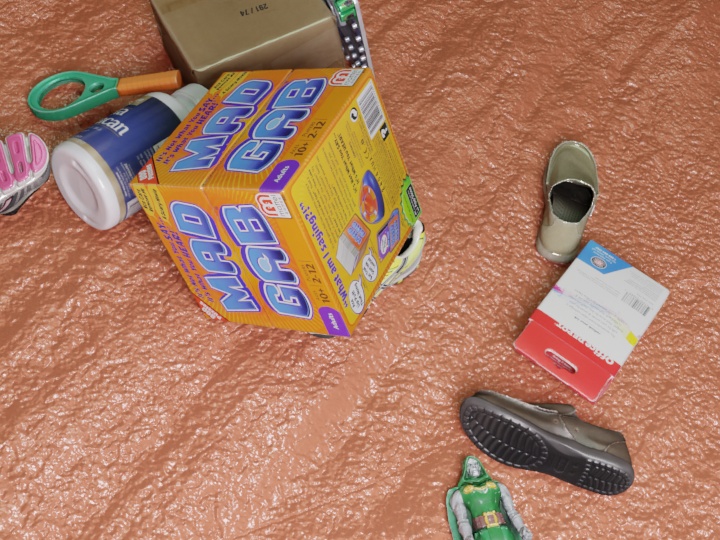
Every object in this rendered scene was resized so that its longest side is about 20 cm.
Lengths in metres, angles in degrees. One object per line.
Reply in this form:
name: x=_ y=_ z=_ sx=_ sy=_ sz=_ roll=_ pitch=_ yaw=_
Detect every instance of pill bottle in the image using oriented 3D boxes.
pill bottle: x=-0.257 y=-0.144 z=1.204 sx=0.111 sy=0.111 sz=0.200 roll=39 pitch=55 yaw=17

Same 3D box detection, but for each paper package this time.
paper package: x=-0.151 y=-0.313 z=1.324 sx=0.199 sy=0.104 sz=0.191 roll=-25 pitch=57 yaw=-11

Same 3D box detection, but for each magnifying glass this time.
magnifying glass: x=-0.322 y=-0.227 z=1.267 sx=0.198 sy=0.022 sz=0.080 roll=-5 pitch=49 yaw=8

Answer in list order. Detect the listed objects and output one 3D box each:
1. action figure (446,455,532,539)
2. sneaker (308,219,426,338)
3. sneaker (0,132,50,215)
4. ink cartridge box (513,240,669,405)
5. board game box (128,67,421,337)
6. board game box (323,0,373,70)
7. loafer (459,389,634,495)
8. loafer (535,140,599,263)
action figure: x=0.136 y=0.279 z=1.022 sx=0.117 sy=0.055 sz=0.201 roll=-7 pitch=52 yaw=-13
sneaker: x=0.000 y=0.000 z=1.177 sx=0.075 sy=0.077 sz=0.200 roll=39 pitch=57 yaw=14
sneaker: x=-0.438 y=-0.084 z=1.154 sx=0.199 sy=0.087 sz=0.074 roll=-32 pitch=82 yaw=-5
ink cartridge box: x=0.263 y=0.071 z=1.186 sx=0.116 sy=0.067 sz=0.200 roll=35 pitch=55 yaw=14
board game box: x=-0.082 y=-0.077 z=1.094 sx=0.199 sy=0.201 sz=0.200 roll=5 pitch=46 yaw=31
board game box: x=-0.044 y=-0.352 z=1.352 sx=0.026 sy=0.200 sz=0.201 roll=-27 pitch=62 yaw=-5
loafer: x=0.202 y=0.179 z=1.102 sx=0.199 sy=0.073 sz=0.071 roll=24 pitch=43 yaw=0
loafer: x=0.276 y=-0.100 z=1.311 sx=0.075 sy=0.068 sz=0.201 roll=15 pitch=53 yaw=-1
